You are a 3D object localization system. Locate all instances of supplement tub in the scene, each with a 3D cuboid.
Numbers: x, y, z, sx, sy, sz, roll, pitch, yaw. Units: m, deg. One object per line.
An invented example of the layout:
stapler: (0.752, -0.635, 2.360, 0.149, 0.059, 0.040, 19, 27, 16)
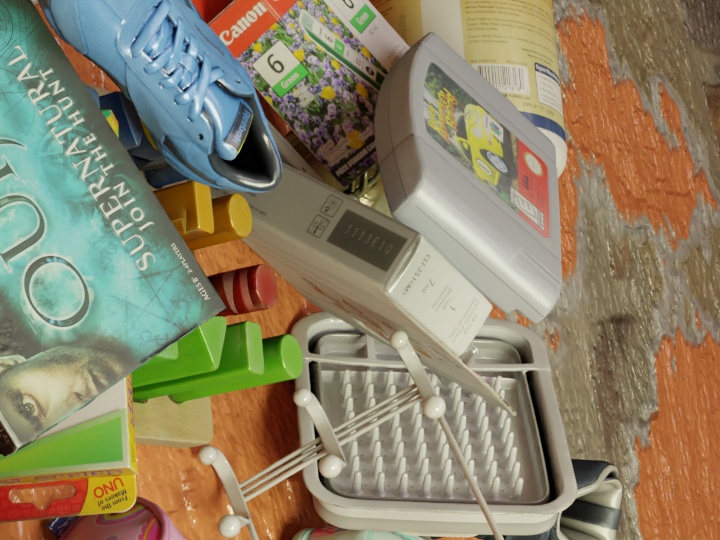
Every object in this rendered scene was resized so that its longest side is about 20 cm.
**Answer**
supplement tub: (0.073, -0.159, 1.548, 0.144, 0.143, 0.202, 25, 58, -59)

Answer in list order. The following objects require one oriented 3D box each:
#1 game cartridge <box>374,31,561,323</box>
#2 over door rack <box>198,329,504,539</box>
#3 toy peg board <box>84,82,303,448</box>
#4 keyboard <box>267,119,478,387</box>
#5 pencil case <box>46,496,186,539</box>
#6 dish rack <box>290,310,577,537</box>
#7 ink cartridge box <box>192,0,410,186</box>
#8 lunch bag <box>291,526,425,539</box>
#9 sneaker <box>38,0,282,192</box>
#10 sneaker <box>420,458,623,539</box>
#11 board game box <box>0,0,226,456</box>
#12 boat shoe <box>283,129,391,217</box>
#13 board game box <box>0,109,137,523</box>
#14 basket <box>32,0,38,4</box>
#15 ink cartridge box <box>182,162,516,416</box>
game cartridge: (0.066, -0.065, 1.292, 0.133, 0.041, 0.201, 36, 28, -18)
over door rack: (0.002, 0.142, 1.189, 0.201, 0.147, 0.067, 63, 5, 35)
toy peg board: (-0.116, -0.014, 1.158, 0.200, 0.097, 0.201, 15, 66, -62)
keyboard: (-0.002, -0.010, 1.335, 0.011, 0.056, 0.200, -38, 80, -25)
pencil case: (-0.096, 0.210, 1.125, 0.201, 0.087, 0.088, 58, 32, -33)
dish rack: (0.041, 0.101, 1.339, 0.201, 0.170, 0.044, -98, -167, -56)
ink cartridge box: (-0.043, -0.160, 1.345, 0.200, 0.050, 0.109, 49, 32, -8)
lunch bag: (0.023, 0.247, 1.350, 0.200, 0.077, 0.162, 39, 42, -54)
sneaker: (-0.092, -0.105, 1.062, 0.066, 0.078, 0.200, -50, 146, -11)
sneaker: (0.105, 0.157, 1.436, 0.202, 0.145, 0.078, 15, 81, -82)
board game box: (-0.170, -0.031, 1.005, 0.135, 0.028, 0.201, -35, 93, -33)
boat shoe: (0.006, -0.044, 1.434, 0.063, 0.073, 0.201, 60, 9, 30)
board game box: (-0.163, 0.022, 1.049, 0.030, 0.095, 0.202, 77, 8, -78)
basket: (-0.155, -0.223, 1.139, 0.200, 0.122, 0.137, -37, 111, -61)
ink cartridge box: (0.000, 0.000, 1.285, 0.044, 0.199, 0.173, -56, 139, -7)
